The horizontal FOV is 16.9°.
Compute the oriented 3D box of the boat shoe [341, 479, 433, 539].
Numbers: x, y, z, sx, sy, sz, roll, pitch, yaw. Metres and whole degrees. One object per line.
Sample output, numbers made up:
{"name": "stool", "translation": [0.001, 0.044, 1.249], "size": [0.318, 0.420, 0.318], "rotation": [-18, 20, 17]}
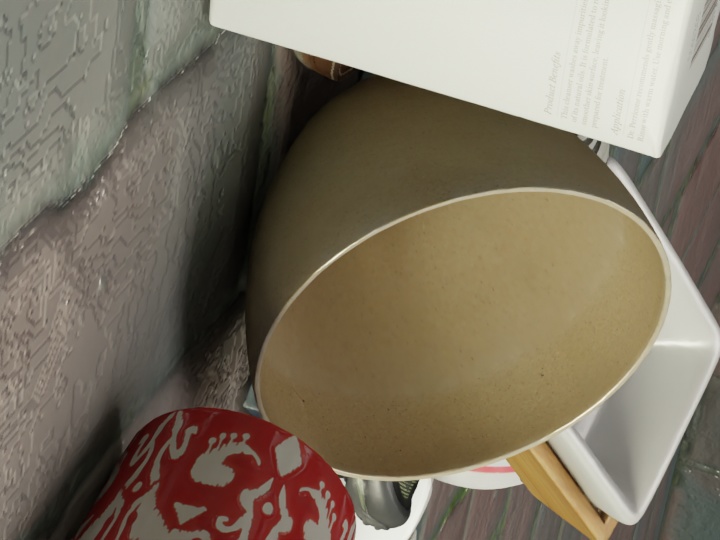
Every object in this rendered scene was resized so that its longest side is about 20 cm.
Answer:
{"name": "boat shoe", "translation": [0.021, 0.075, 1.409], "size": [0.068, 0.071, 0.202], "rotation": [-6, 105, -74]}

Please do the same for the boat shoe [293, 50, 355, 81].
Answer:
{"name": "boat shoe", "translation": [0.028, -0.140, 1.058], "size": [0.076, 0.072, 0.200], "rotation": [-48, 176, -36]}

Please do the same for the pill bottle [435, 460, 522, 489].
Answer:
{"name": "pill bottle", "translation": [0.084, 0.026, 1.506], "size": [0.109, 0.108, 0.201], "rotation": [-44, 149, -64]}

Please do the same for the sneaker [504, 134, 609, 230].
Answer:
{"name": "sneaker", "translation": [0.100, -0.128, 1.237], "size": [0.116, 0.075, 0.201], "rotation": [98, -12, -46]}

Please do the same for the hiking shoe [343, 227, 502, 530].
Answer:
{"name": "hiking shoe", "translation": [0.053, 0.043, 1.243], "size": [0.076, 0.100, 0.201], "rotation": [11, 95, -74]}

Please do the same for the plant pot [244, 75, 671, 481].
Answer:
{"name": "plant pot", "translation": [0.031, -0.015, 1.140], "size": [0.201, 0.199, 0.135], "rotation": [91, -16, -49]}

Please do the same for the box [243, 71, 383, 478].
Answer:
{"name": "box", "translation": [0.000, 0.000, 1.283], "size": [0.137, 0.040, 0.201], "rotation": [62, 46, -73]}

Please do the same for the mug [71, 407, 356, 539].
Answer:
{"name": "mug", "translation": [-0.098, 0.167, 0.988], "size": [0.134, 0.177, 0.201], "rotation": [53, 39, -27]}

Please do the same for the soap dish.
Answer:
{"name": "soap dish", "translation": [0.120, 0.039, 1.389], "size": [0.158, 0.081, 0.200], "rotation": [-60, 136, -24]}

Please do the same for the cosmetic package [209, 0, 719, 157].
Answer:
{"name": "cosmetic package", "translation": [0.045, -0.134, 0.958], "size": [0.081, 0.199, 0.113], "rotation": [-55, 160, -49]}

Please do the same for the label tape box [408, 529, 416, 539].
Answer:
{"name": "label tape box", "translation": [-0.030, 0.259, 1.427], "size": [0.144, 0.066, 0.201], "rotation": [92, 18, -47]}
